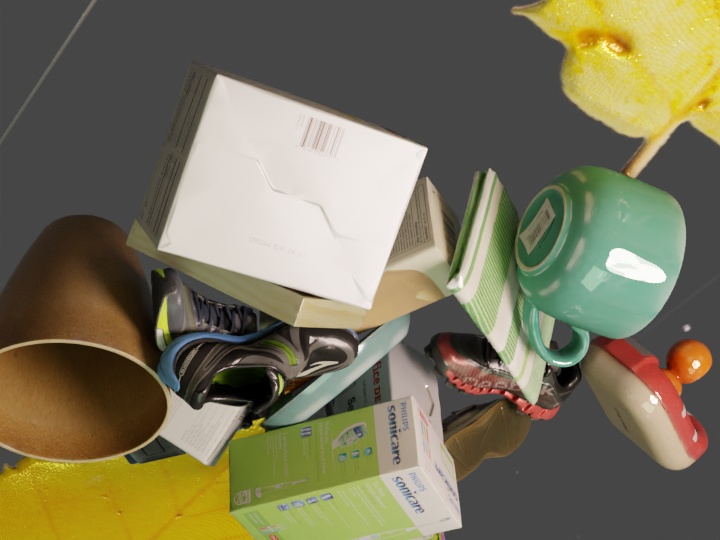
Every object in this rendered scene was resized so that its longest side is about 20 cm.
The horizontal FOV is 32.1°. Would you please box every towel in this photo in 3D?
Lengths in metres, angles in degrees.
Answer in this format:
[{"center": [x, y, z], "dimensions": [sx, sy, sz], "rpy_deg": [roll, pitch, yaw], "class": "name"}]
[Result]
[{"center": [0.146, 0.016, 1.244], "dimensions": [0.023, 0.153, 0.200], "rpy_deg": [-5, 140, 30], "class": "towel"}]

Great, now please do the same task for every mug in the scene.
[{"center": [0.215, -0.008, 1.196], "dimensions": [0.114, 0.185, 0.152], "rpy_deg": [19, 164, -21], "class": "mug"}]

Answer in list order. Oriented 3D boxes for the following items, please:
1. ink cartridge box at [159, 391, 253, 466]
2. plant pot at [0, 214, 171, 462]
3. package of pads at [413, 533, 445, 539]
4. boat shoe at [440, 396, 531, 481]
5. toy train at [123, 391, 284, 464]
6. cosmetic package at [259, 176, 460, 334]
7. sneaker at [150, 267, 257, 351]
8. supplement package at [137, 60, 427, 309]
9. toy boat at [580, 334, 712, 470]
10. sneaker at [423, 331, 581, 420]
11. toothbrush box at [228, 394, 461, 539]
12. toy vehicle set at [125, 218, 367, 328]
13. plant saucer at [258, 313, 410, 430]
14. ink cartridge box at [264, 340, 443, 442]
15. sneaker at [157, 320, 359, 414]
[{"center": [-0.208, 0.104, 1.290], "dimensions": [0.200, 0.109, 0.050], "rpy_deg": [31, 172, 10], "class": "ink cartridge box"}, {"center": [-0.271, 0.050, 1.192], "dimensions": [0.186, 0.200, 0.186], "rpy_deg": [-3, 137, -3], "class": "plant pot"}, {"center": [0.018, 0.388, 1.688], "dimensions": [0.200, 0.068, 0.155], "rpy_deg": [-10, 138, 4], "class": "package of pads"}, {"center": [0.126, 0.186, 1.439], "dimensions": [0.066, 0.201, 0.072], "rpy_deg": [8, 109, 37], "class": "boat shoe"}, {"center": [-0.180, 0.136, 1.359], "dimensions": [0.200, 0.114, 0.087], "rpy_deg": [-13, 138, 9], "class": "toy train"}, {"center": [0.000, 0.000, 1.240], "dimensions": [0.200, 0.105, 0.071], "rpy_deg": [-23, 133, 21], "class": "cosmetic package"}, {"center": [-0.141, 0.048, 1.168], "dimensions": [0.081, 0.074, 0.200], "rpy_deg": [-12, 156, 7], "class": "sneaker"}, {"center": [-0.071, -0.075, 1.098], "dimensions": [0.200, 0.111, 0.156], "rpy_deg": [17, 98, -23], "class": "supplement package"}, {"center": [0.347, 0.131, 1.426], "dimensions": [0.131, 0.131, 0.200], "rpy_deg": [-41, 134, -5], "class": "toy boat"}, {"center": [0.166, 0.102, 1.389], "dimensions": [0.200, 0.071, 0.098], "rpy_deg": [23, 134, -30], "class": "sneaker"}, {"center": [-0.015, 0.218, 1.267], "dimensions": [0.200, 0.086, 0.146], "rpy_deg": [-15, 141, 14], "class": "toothbrush box"}, {"center": [-0.104, 0.003, 1.158], "dimensions": [0.124, 0.200, 0.027], "rpy_deg": [8, 104, -61], "class": "toy vehicle set"}, {"center": [-0.021, 0.107, 1.302], "dimensions": [0.200, 0.200, 0.027], "rpy_deg": [-40, 88, 31], "class": "plant saucer"}, {"center": [-0.011, 0.183, 1.405], "dimensions": [0.200, 0.147, 0.083], "rpy_deg": [-34, 127, 27], "class": "ink cartridge box"}, {"center": [-0.085, 0.092, 1.132], "dimensions": [0.200, 0.083, 0.071], "rpy_deg": [-7, 132, -37], "class": "sneaker"}]
